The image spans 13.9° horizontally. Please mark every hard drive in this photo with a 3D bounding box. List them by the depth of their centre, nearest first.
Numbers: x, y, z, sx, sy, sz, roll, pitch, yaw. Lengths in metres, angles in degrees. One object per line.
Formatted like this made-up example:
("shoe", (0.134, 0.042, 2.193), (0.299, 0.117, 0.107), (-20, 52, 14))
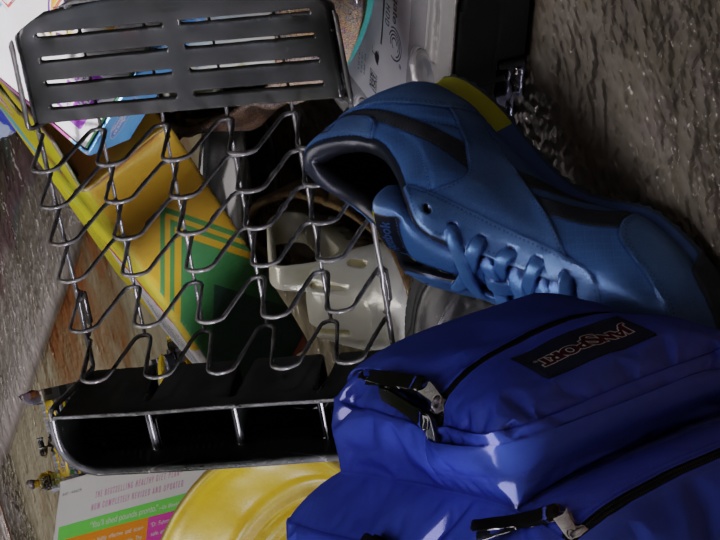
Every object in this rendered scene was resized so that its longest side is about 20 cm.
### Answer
("hard drive", (0.010, -0.124, 1.240), (0.200, 0.038, 0.140), (-124, 29, -45))

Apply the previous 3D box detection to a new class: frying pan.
("frying pan", (-0.070, -0.059, 1.504), (0.190, 0.031, 0.115), (-107, 22, -47))

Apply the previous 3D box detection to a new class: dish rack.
("dish rack", (-0.063, -0.019, 1.194), (0.055, 0.153, 0.201), (-73, -25, -63))

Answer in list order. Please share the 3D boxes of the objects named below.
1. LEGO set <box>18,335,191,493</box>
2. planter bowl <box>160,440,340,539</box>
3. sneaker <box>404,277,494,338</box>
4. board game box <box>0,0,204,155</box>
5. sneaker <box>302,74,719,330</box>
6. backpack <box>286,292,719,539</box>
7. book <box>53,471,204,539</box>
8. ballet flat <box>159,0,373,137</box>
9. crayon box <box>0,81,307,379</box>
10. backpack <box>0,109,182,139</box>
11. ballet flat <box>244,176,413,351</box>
("LEGO set", (-0.114, 0.124, 1.600), (0.154, 0.115, 0.201), (-175, 74, -69))
("planter bowl", (-0.005, 0.173, 1.260), (0.200, 0.083, 0.201), (-3, 86, 49))
("sneaker", (0.069, 0.092, 1.176), (0.104, 0.060, 0.200), (-132, 30, -58))
("board game box", (-0.142, -0.169, 1.222), (0.200, 0.040, 0.153), (40, 115, 11))
("sneaker", (0.056, -0.004, 1.090), (0.200, 0.078, 0.066), (39, 137, 39))
("backpack", (0.080, 0.102, 0.969), (0.200, 0.162, 0.168), (18, 129, 58))
("book", (-0.100, 0.188, 1.394), (0.133, 0.048, 0.201), (-21, 55, 48))
("ballet flat", (-0.051, -0.096, 1.268), (0.200, 0.067, 0.068), (136, 119, -67))
("crayon box", (-0.108, -0.040, 1.353), (0.127, 0.051, 0.200), (46, 172, 42))
("backpack", (-0.180, -0.167, 1.469), (0.200, 0.154, 0.191), (-110, -4, -51))
("ballet flat", (0.000, 0.000, 1.286), (0.200, 0.072, 0.068), (-141, 45, -60))
